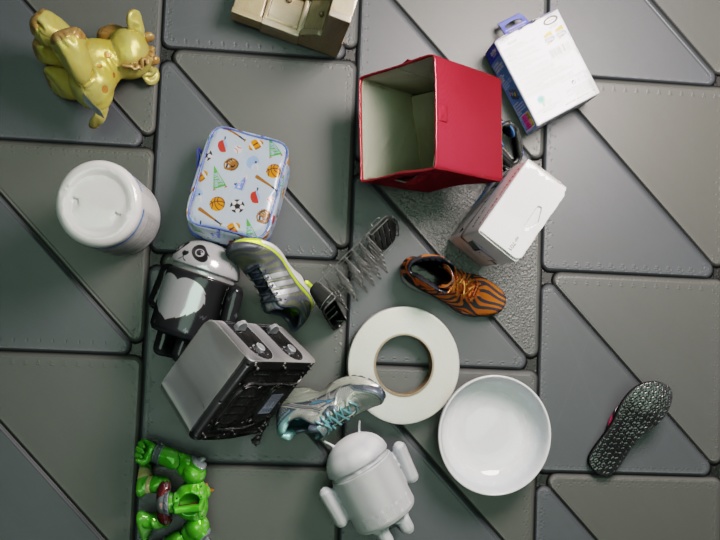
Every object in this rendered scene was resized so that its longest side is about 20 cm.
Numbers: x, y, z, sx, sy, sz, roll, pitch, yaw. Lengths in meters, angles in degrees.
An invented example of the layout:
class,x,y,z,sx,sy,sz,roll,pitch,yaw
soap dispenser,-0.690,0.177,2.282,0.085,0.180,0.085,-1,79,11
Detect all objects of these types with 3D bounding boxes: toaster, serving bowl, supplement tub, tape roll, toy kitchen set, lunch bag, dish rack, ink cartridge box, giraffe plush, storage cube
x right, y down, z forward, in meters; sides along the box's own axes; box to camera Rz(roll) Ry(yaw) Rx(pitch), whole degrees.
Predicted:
class,x,y,z,sx,sy,sz,roll,pitch,yaw
toaster,-0.196,0.177,1.279,0.119,0.180,0.201,46,108,28
serving bowl,0.225,0.281,1.393,0.197,0.066,0.204,0,87,-5
supplement tub,-0.399,-0.095,1.290,0.130,0.200,0.134,0,86,-5
tape roll,0.073,0.164,1.401,0.199,0.037,0.206,0,87,-6
toy kitchen set,-0.099,-0.492,1.349,0.197,0.180,0.166,17,84,-8
lunch bag,-0.208,-0.142,1.356,0.158,0.076,0.203,13,70,0
dish rack,0.000,0.000,1.351,0.200,0.154,0.055,-45,75,-7
ink cartridge box,0.316,-0.367,1.432,0.135,0.076,0.202,-27,91,-7
ink cartridge box,0.242,-0.091,1.347,0.085,0.200,0.147,37,84,-3
giraffe plush,-0.425,-0.356,1.338,0.200,0.173,0.162,46,62,9
storage cube,0.117,-0.234,1.325,0.178,0.169,0.204,4,84,-44

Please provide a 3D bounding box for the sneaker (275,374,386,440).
class,x,y,z,sx,sy,sz,roll,pitch,yaw
sneaker,-0.050,0.239,1.333,0.197,0.087,0.078,-16,129,18

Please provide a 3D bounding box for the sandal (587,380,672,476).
class,x,y,z,sx,sy,sz,roll,pitch,yaw
sandal,0.474,0.275,1.433,0.075,0.045,0.201,37,99,4

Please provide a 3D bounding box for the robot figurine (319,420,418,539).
class,x,y,z,sx,sy,sz,roll,pitch,yaw
robot figurine,0.016,0.357,1.346,0.168,0.113,0.202,-29,90,-16

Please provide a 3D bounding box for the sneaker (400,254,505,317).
class,x,y,z,sx,sy,sz,roll,pitch,yaw
sneaker,0.164,0.029,1.378,0.197,0.112,0.079,18,86,-4

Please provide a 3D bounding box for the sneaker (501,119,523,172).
class,x,y,z,sx,sy,sz,roll,pitch,yaw
sneaker,0.223,-0.263,1.400,0.073,0.112,0.201,-34,90,-7

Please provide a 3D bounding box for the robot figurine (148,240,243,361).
class,x,y,z,sx,sy,sz,roll,pitch,yaw
robot figurine,-0.275,0.051,1.330,0.148,0.125,0.203,19,85,-10

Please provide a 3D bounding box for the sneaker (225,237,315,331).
class,x,y,z,sx,sy,sz,roll,pitch,yaw
sneaker,-0.146,0.022,1.325,0.200,0.073,0.082,42,41,-29

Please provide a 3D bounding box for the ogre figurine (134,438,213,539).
class,x,y,z,sx,sy,sz,roll,pitch,yaw
ogre figurine,-0.307,0.382,1.325,0.118,0.098,0.203,-2,76,6
